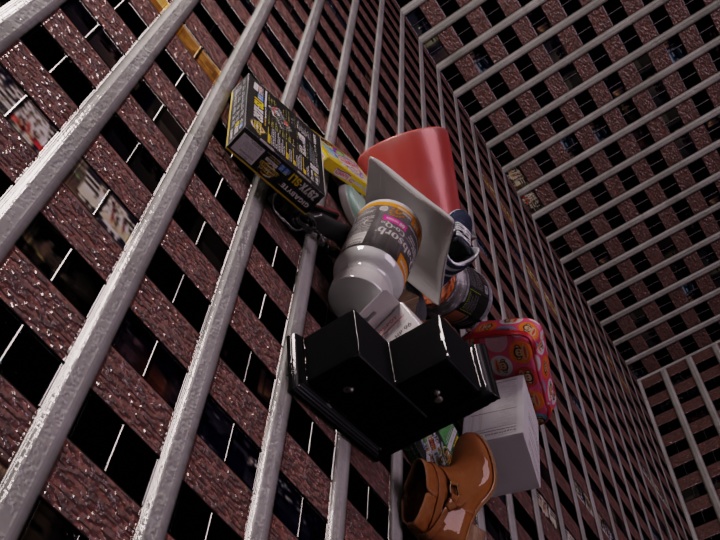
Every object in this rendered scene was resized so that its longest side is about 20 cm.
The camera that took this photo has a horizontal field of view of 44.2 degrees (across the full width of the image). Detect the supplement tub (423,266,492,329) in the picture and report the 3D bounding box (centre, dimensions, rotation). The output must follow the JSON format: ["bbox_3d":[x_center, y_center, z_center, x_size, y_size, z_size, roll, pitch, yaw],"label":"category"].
[{"bbox_3d":[0.169,0.037,1.705,0.199,0.121,0.124,27,37,-60],"label":"supplement tub"}]

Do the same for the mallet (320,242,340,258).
[{"bbox_3d":[0.000,0.000,1.466,0.199,0.041,0.067,18,48,-57],"label":"mallet"}]

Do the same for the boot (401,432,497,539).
[{"bbox_3d":[0.122,0.295,1.251,0.154,0.073,0.202,39,42,-35],"label":"boot"}]

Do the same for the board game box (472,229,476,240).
[{"bbox_3d":[0.152,-0.052,1.781,0.035,0.125,0.199,62,19,10],"label":"board game box"}]

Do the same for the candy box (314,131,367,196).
[{"bbox_3d":[-0.041,-0.196,1.609,0.103,0.026,0.199,56,14,29],"label":"candy box"}]

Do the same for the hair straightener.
[{"bbox_3d":[-0.073,-0.077,1.345,0.077,0.041,0.199,51,13,29],"label":"hair straightener"}]

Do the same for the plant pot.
[{"bbox_3d":[0.110,-0.164,1.765,0.200,0.198,0.180,2,68,-68],"label":"plant pot"}]

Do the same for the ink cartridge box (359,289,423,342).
[{"bbox_3d":[0.063,0.130,1.289,0.200,0.116,0.068,43,4,-41],"label":"ink cartridge box"}]

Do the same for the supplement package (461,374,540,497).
[{"bbox_3d":[0.244,0.285,1.534,0.200,0.112,0.111,-64,136,-66],"label":"supplement package"}]

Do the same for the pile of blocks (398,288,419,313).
[{"bbox_3d":[0.030,0.090,1.395,0.200,0.081,0.063,-51,153,-60],"label":"pile of blocks"}]

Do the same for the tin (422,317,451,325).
[{"bbox_3d":[0.119,0.142,1.478,0.199,0.041,0.114,-18,92,-64],"label":"tin"}]

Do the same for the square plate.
[{"bbox_3d":[0.081,-0.067,1.482,0.198,0.028,0.202,41,-33,28],"label":"square plate"}]

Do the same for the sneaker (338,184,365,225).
[{"bbox_3d":[0.051,-0.101,1.605,0.201,0.117,0.074,48,24,-28],"label":"sneaker"}]

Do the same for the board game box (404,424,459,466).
[{"bbox_3d":[0.118,0.274,1.390,0.106,0.023,0.200,59,19,-4],"label":"board game box"}]

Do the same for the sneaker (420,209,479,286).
[{"bbox_3d":[0.174,-0.055,1.570,0.070,0.109,0.201,35,51,-6],"label":"sneaker"}]

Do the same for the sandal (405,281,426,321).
[{"bbox_3d":[0.079,0.097,1.521,0.076,0.042,0.203,44,36,-40],"label":"sandal"}]

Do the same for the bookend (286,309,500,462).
[{"bbox_3d":[0.042,0.125,1.136,0.199,0.198,0.093,46,23,-37],"label":"bookend"}]

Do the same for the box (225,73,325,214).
[{"bbox_3d":[-0.126,-0.193,1.330,0.159,0.049,0.201,37,23,-26],"label":"box"}]

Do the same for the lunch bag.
[{"bbox_3d":[0.267,0.192,1.664,0.082,0.174,0.203,-41,120,-54],"label":"lunch bag"}]

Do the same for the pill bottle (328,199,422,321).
[{"bbox_3d":[0.022,-0.012,1.370,0.117,0.115,0.201,52,35,-22],"label":"pill bottle"}]
